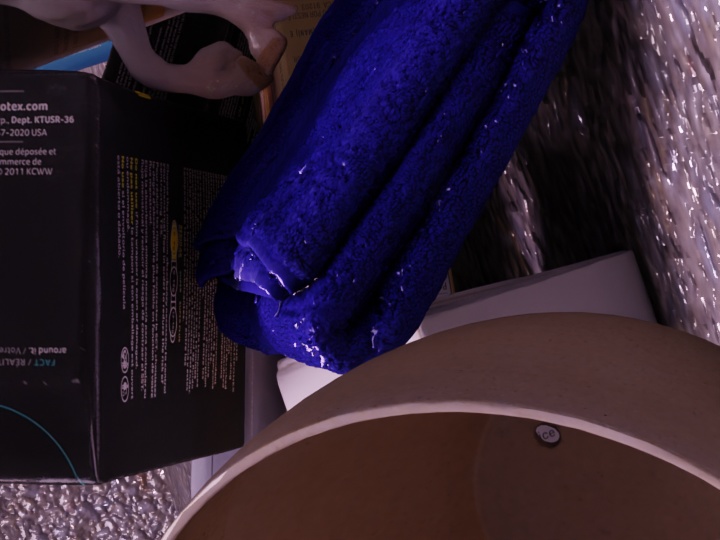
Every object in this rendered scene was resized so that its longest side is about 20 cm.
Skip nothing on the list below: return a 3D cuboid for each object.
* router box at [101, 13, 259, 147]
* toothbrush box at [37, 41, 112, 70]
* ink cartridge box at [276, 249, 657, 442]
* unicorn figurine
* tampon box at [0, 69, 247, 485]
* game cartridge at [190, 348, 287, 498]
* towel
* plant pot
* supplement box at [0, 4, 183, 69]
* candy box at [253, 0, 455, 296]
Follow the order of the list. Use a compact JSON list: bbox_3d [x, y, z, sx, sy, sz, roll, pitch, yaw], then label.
[{"bbox_3d":[-0.070,-0.045,1.105,0.149,0.051,0.201,75,-155,-61],"label":"router box"},{"bbox_3d":[-0.119,-0.175,1.193,0.200,0.146,0.086,100,150,-68],"label":"toothbrush box"},{"bbox_3d":[0.056,0.105,0.835,0.145,0.083,0.201,-26,82,70],"label":"ink cartridge box"},{"bbox_3d":[-0.079,-0.117,0.867,0.201,0.137,0.074,-65,3,-17],"label":"unicorn figurine"},{"bbox_3d":[-0.131,0.003,0.902,0.200,0.149,0.127,6,-95,-80],"label":"tampon box"},{"bbox_3d":[-0.009,0.102,1.084,0.200,0.041,0.134,44,-147,-49],"label":"game cartridge"},{"bbox_3d":[0.001,-0.042,0.806,0.049,0.148,0.200,28,176,-11],"label":"towel"},{"bbox_3d":[0.057,0.090,0.654,0.135,0.199,0.201,-53,-47,-58],"label":"plant pot"},{"bbox_3d":[-0.095,-0.136,0.962,0.126,0.199,0.074,121,126,-76],"label":"supplement box"},{"bbox_3d":[0.000,0.000,0.998,0.116,0.055,0.201,107,154,-72],"label":"candy box"}]
